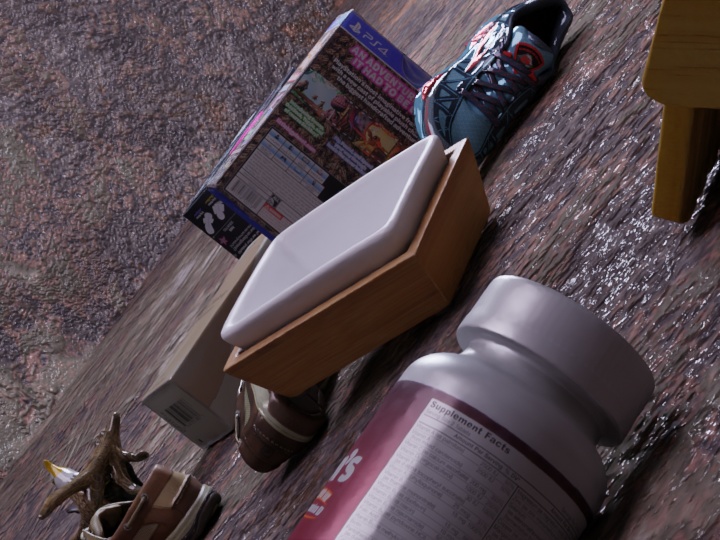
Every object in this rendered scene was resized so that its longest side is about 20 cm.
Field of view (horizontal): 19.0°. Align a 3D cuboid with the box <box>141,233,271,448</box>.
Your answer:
[{"bbox_3d":[-0.112,0.060,2.027,0.200,0.078,0.095,-57,10,-29],"label":"box"}]

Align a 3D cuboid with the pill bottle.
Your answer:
[{"bbox_3d":[0.042,0.108,0.964,0.200,0.109,0.110,-54,9,-15],"label":"pill bottle"}]

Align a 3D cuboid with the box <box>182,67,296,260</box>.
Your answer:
[{"bbox_3d":[-0.105,-0.122,2.601,0.132,0.115,0.200,-45,10,43],"label":"box"}]

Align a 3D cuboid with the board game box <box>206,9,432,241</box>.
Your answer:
[{"bbox_3d":[-0.014,-0.103,1.920,0.200,0.159,0.097,-51,9,-4],"label":"board game box"}]

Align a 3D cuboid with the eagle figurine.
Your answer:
[{"bbox_3d":[-0.230,0.222,1.937,0.151,0.151,0.201,-14,-40,-17],"label":"eagle figurine"}]

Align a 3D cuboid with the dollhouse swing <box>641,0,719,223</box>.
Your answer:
[{"bbox_3d":[0.244,-0.126,1.110,0.181,0.177,0.200,4,42,27],"label":"dollhouse swing"}]

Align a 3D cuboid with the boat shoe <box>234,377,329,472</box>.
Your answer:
[{"bbox_3d":[-0.070,0.096,1.703,0.075,0.074,0.202,-55,8,17],"label":"boat shoe"}]

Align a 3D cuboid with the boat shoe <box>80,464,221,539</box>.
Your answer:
[{"bbox_3d":[-0.196,0.227,1.807,0.200,0.074,0.076,-46,10,33],"label":"boat shoe"}]

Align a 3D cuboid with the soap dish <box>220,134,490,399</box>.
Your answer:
[{"bbox_3d":[0.000,0.000,1.600,0.200,0.081,0.158,-31,19,34],"label":"soap dish"}]

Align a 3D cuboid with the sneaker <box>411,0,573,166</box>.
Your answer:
[{"bbox_3d":[0.113,-0.165,1.785,0.095,0.079,0.200,-36,18,53],"label":"sneaker"}]
